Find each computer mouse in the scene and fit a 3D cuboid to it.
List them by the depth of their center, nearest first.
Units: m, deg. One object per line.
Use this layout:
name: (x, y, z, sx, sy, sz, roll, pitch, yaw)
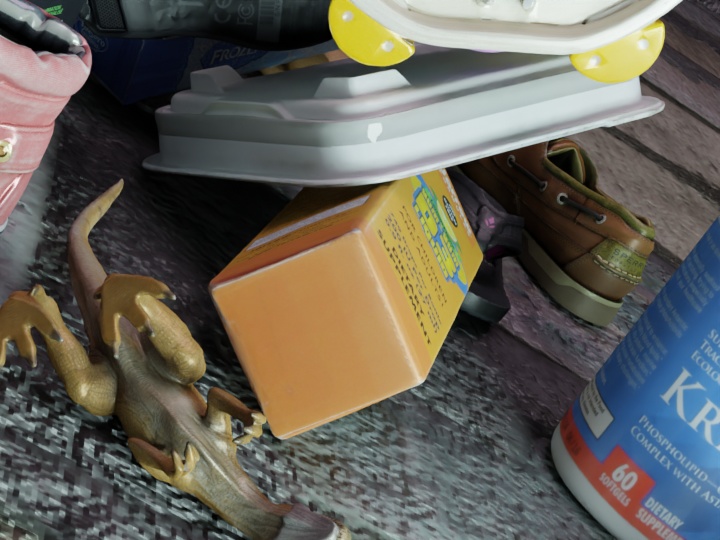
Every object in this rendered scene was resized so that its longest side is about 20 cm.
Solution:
computer mouse: (-0.091, -0.168, 0.863, 0.198, 0.142, 0.046, -7, 21, -23)

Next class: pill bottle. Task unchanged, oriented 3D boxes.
pill bottle: (0.182, 0.033, 0.840, 0.112, 0.201, 0.112, 31, 18, -11)

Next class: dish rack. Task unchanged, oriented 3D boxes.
dish rack: (0.017, -0.078, 0.853, 0.199, 0.044, 0.171, -17, 17, -38)

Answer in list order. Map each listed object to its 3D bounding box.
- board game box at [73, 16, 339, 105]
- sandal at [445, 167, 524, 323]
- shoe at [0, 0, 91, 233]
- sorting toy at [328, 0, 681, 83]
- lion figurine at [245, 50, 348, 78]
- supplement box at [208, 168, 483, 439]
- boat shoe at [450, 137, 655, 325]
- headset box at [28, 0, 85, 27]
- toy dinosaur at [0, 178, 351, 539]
board game box: (-0.104, -0.180, 1.004, 0.198, 0.044, 0.200, -20, 56, -45)
sandal: (0.054, -0.029, 1.016, 0.075, 0.048, 0.201, 33, 17, -7)
shoe: (-0.186, -0.076, 0.614, 0.199, 0.091, 0.072, 24, 20, -33)
sorting toy: (0.056, -0.158, 0.834, 0.198, 0.108, 0.180, 4, 20, -4)
lion figurine: (-0.015, -0.110, 1.089, 0.199, 0.073, 0.123, -10, 54, -47)
supplement box: (0.000, 0.000, 0.781, 0.200, 0.068, 0.067, -60, 127, -74)
boat shoe: (0.111, -0.051, 1.143, 0.072, 0.068, 0.200, 16, 25, -43)
headset box: (-0.169, -0.193, 0.746, 0.174, 0.201, 0.093, 40, 27, 12)
toy dinosaur: (-0.078, 0.028, 0.638, 0.200, 0.060, 0.106, 54, 0, 32)
